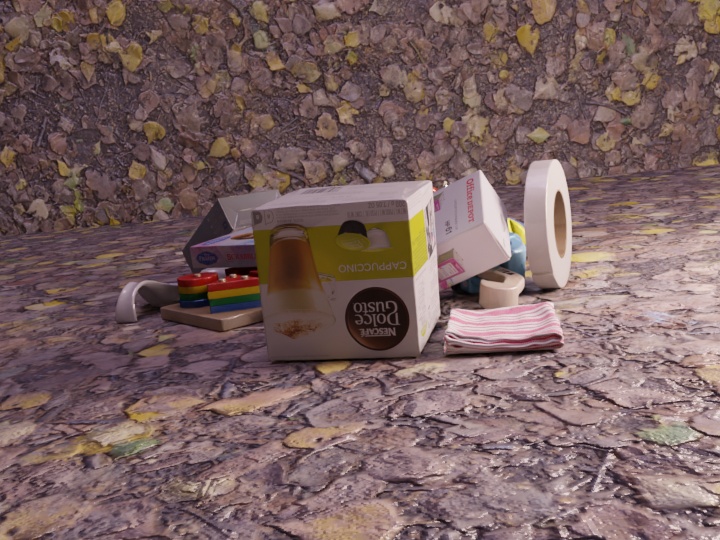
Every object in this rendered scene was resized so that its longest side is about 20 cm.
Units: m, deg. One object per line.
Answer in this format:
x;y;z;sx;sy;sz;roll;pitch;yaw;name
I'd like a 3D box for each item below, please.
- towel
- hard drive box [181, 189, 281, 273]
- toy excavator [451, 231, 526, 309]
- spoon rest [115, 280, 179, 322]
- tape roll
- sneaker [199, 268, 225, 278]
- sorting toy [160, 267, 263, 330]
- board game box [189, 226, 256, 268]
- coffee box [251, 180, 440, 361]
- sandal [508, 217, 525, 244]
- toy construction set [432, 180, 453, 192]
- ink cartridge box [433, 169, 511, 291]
0.182;0.068;1.125;0.145;0.030;0.200;-3;9;10;towel
-0.261;-0.075;1.841;0.155;0.077;0.200;-14;-22;-42;hard drive box
0.213;-0.001;1.364;0.194;0.101;0.199;-14;21;-35;toy excavator
-0.366;0.040;1.544;0.099;0.061;0.200;-3;10;15;spoon rest
0.296;-0.072;1.376;0.037;0.204;0.203;-3;10;23;tape roll
-0.244;-0.017;1.752;0.076;0.081;0.199;4;14;38;sneaker
-0.200;0.034;1.443;0.198;0.070;0.199;-13;12;-39;sorting toy
-0.159;-0.047;1.541;0.198;0.041;0.200;-1;13;31;board game box
-0.010;-0.004;1.151;0.198;0.199;0.200;-3;12;13;coffee box
0.247;-0.070;1.750;0.199;0.080;0.087;4;4;34;sandal
0.181;-0.072;1.591;0.092;0.200;0.131;-50;16;-8;toy construction set
0.119;-0.046;1.327;0.199;0.085;0.145;-25;33;21;ink cartridge box
